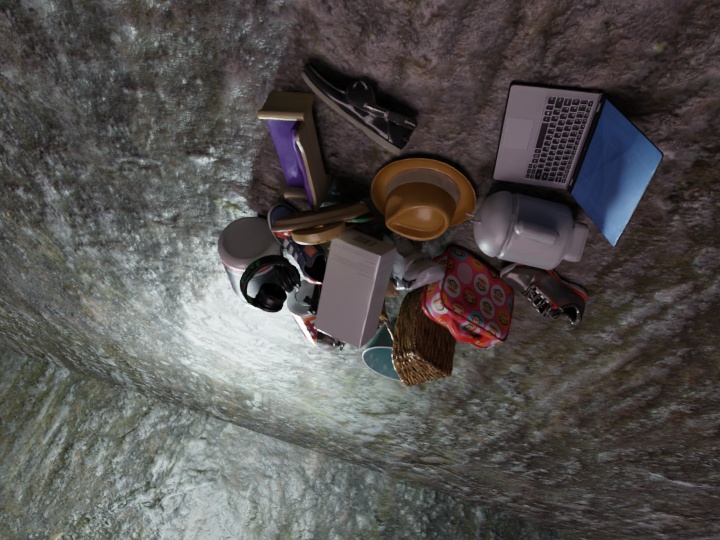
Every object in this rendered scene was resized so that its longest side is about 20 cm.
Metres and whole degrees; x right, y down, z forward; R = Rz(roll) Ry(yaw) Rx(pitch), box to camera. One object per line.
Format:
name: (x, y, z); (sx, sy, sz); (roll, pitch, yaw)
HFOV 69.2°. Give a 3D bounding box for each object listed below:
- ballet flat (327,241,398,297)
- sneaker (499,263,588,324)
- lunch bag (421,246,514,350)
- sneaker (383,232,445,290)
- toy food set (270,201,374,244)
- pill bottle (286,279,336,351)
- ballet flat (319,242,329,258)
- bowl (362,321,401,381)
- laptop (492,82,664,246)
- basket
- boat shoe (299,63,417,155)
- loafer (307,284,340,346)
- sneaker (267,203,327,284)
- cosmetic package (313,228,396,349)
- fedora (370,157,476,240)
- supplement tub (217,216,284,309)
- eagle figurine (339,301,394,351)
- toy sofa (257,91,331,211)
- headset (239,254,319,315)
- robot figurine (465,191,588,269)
ballet flat: (0.000, 0.000, 1.100); (0.200, 0.066, 0.070); (47, 147, -15)
sneaker: (0.374, 0.050, 1.058); (0.198, 0.083, 0.077); (22, 147, -6)
lunch bag: (0.223, 0.068, 1.070); (0.199, 0.178, 0.082); (32, 145, -20)
sneaker: (0.096, -0.025, 1.021); (0.074, 0.116, 0.200); (-19, -179, -13)
toy food set: (-0.071, -0.091, 0.992); (0.199, 0.196, 0.049); (1, 107, 49)
pill bottle: (-0.111, 0.122, 1.368); (0.112, 0.115, 0.201); (4, 144, 20)
ballet flat: (-0.029, -0.014, 1.174); (0.197, 0.070, 0.070); (17, 148, 2)
bowl: (0.112, 0.208, 1.396); (0.198, 0.106, 0.202); (13, 149, 8)
laptop: (0.300, -0.152, 0.767); (0.197, 0.117, 0.188); (10, 146, 11)
basket: (0.127, 0.146, 1.208); (0.142, 0.202, 0.148); (32, 145, -24)
boat shoe: (-0.003, -0.263, 0.813); (0.199, 0.072, 0.068); (33, 109, -11)
loafer: (-0.092, 0.081, 1.226); (0.070, 0.203, 0.073); (-10, 165, 0)
sneaker: (-0.120, -0.054, 1.102); (0.201, 0.075, 0.084); (56, 165, -23)
cosmetic package: (-0.011, 0.036, 1.018); (0.112, 0.081, 0.203); (23, 115, 21)
fedora: (0.107, -0.112, 0.946); (0.198, 0.083, 0.202); (13, 147, 9)
supplement tub: (-0.242, -0.013, 1.208); (0.138, 0.142, 0.201); (12, 147, 9)
eagle figurine: (-0.007, 0.088, 1.201); (0.152, 0.198, 0.152); (44, 120, 32)
toy sofa: (-0.113, -0.201, 0.910); (0.082, 0.099, 0.201); (8, 147, 13)
headset: (-0.168, 0.045, 1.132); (0.124, 0.094, 0.199); (-48, 142, 10)
robot figurine: (0.280, -0.069, 0.894); (0.197, 0.115, 0.170); (13, -176, 0)
